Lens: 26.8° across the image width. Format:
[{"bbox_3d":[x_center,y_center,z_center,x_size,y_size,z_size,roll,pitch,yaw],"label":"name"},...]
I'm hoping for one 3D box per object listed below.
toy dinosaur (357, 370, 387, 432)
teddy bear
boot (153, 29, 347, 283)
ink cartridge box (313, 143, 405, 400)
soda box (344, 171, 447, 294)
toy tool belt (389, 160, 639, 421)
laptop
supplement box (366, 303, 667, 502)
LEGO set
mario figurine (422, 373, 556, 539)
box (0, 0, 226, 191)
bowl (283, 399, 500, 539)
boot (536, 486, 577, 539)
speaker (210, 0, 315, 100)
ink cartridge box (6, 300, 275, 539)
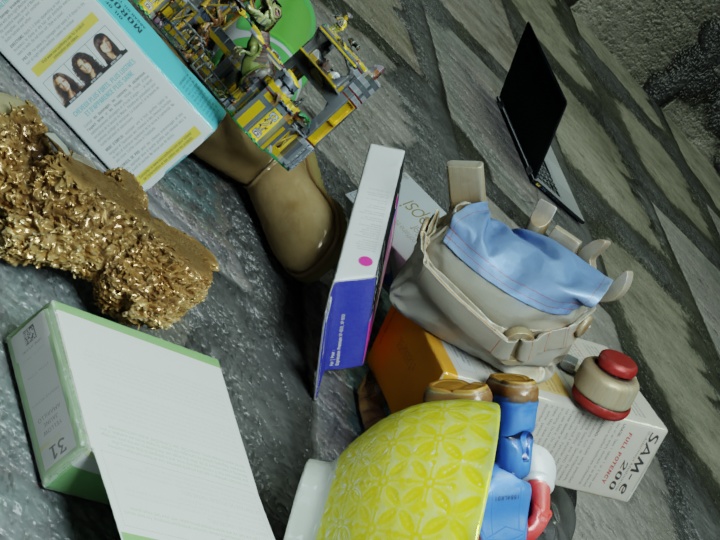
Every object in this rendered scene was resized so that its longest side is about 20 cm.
[{"bbox_3d":[0.027,0.147,1.120,0.106,0.061,0.200,24,20,-15],"label":"toy dinosaur"},{"bbox_3d":[-0.184,-0.035,0.946,0.199,0.067,0.145,36,16,-24],"label":"teddy bear"},{"bbox_3d":[-0.110,-0.092,1.189,0.200,0.066,0.176,35,19,-37],"label":"boot"},{"bbox_3d":[0.000,0.000,1.165,0.037,0.095,0.201,12,43,5],"label":"ink cartridge box"},{"bbox_3d":[0.059,-0.002,1.285,0.200,0.063,0.069,50,-25,48],"label":"soda box"},{"bbox_3d":[0.129,0.012,1.094,0.199,0.124,0.125,28,22,9],"label":"toy tool belt"},{"bbox_3d":[0.270,-0.204,2.101,0.200,0.116,0.188,35,27,-39],"label":"laptop"},{"bbox_3d":[0.117,0.096,1.159,0.198,0.074,0.126,16,23,-22],"label":"supplement box"},{"bbox_3d":[-0.070,-0.177,1.125,0.200,0.116,0.154,50,3,24],"label":"LEGO set"},{"bbox_3d":[0.076,0.174,1.056,0.106,0.122,0.202,-34,124,-83],"label":"mario figurine"},{"bbox_3d":[-0.194,-0.156,1.075,0.200,0.082,0.049,48,19,-13],"label":"box"},{"bbox_3d":[0.010,0.165,0.910,0.107,0.202,0.200,14,23,4],"label":"bowl"},{"bbox_3d":[0.113,0.179,1.220,0.200,0.070,0.132,39,30,-20],"label":"boot"},{"bbox_3d":[-0.088,-0.202,1.375,0.088,0.088,0.200,45,22,-18],"label":"speaker"},{"bbox_3d":[-0.113,0.123,0.848,0.145,0.048,0.201,27,35,-50],"label":"ink cartridge box"}]
